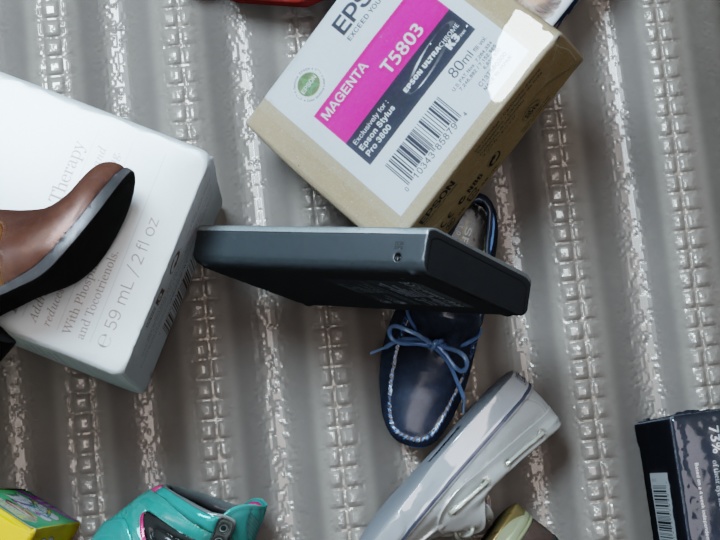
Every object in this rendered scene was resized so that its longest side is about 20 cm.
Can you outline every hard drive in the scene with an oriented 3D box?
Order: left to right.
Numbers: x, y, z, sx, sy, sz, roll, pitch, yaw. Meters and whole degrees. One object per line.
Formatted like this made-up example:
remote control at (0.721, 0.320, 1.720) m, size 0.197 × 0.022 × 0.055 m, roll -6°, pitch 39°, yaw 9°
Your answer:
hard drive at (0.000, 0.000, 1.025) m, size 0.199 × 0.139 × 0.033 m, roll 2°, pitch 78°, yaw 36°

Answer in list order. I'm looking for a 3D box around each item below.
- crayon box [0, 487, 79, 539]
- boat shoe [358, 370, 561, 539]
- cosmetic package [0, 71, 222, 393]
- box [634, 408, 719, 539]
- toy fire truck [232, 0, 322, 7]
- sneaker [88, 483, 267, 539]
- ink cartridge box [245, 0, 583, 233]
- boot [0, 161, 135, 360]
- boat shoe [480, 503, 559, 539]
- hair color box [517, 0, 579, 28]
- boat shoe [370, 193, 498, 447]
crayon box at (-0.270, 0.236, 0.989) m, size 0.058 × 0.200 × 0.173 m, roll 29°, pitch 81°, yaw 1°
boat shoe at (0.071, 0.168, 1.090) m, size 0.066 × 0.072 × 0.200 m, roll 43°, pitch 78°, yaw -1°
cosmetic package at (-0.223, -0.027, 1.048) m, size 0.199 × 0.166 × 0.168 m, roll 21°, pitch 81°, yaw 1°
box at (0.321, 0.171, 1.085) m, size 0.199 × 0.104 × 0.149 m, roll -6°, pitch 82°, yaw -5°
toy fire truck at (-0.078, -0.297, 1.138) m, size 0.167 × 0.112 × 0.201 m, roll -21°, pitch 82°, yaw 18°
sneaker at (-0.097, 0.227, 1.065) m, size 0.200 × 0.084 × 0.121 m, roll 39°, pitch 91°, yaw 4°
ink cartridge box at (0.038, -0.133, 1.078) m, size 0.165 × 0.075 × 0.200 m, roll 41°, pitch 99°, yaw 22°
boot at (-0.270, -0.049, 0.946) m, size 0.200 × 0.068 × 0.188 m, roll 42°, pitch 90°, yaw 10°
boat shoe at (0.084, 0.270, 1.071) m, size 0.065 × 0.073 × 0.201 m, roll 32°, pitch 81°, yaw 7°
hair color box at (0.159, -0.276, 1.163) m, size 0.100 × 0.061 × 0.200 m, roll 38°, pitch 82°, yaw 3°
boat shoe at (0.055, 0.034, 1.106) m, size 0.084 × 0.069 × 0.201 m, roll 10°, pitch 81°, yaw -2°
